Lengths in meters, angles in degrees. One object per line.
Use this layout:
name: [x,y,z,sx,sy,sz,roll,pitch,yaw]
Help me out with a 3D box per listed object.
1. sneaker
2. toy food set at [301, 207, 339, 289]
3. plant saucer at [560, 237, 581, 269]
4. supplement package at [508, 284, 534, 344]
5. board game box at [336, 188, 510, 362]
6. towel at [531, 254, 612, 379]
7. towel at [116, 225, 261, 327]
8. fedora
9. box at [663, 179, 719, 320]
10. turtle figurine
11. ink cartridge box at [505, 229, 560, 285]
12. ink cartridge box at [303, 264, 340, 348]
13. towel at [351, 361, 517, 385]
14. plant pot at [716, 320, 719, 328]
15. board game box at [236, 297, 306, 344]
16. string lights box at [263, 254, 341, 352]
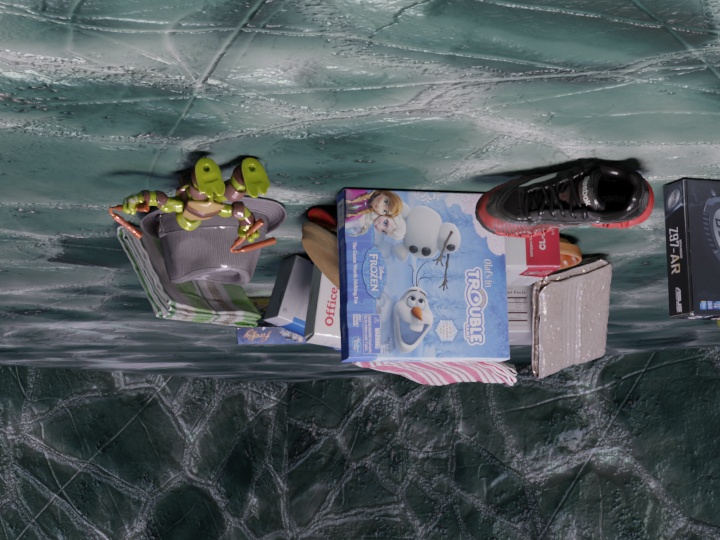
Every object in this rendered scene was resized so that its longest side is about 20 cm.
sneaker: [0.224,-0.080,1.366,0.199,0.071,0.098,-5,171,7]
toy food set: [0.000,0.000,1.584,0.198,0.049,0.200,44,170,-3]
plant saucer: [0.223,-0.025,1.824,0.199,0.032,0.200,0,171,0]
supplement package: [0.262,0.061,2.106,0.155,0.111,0.200,0,171,-5]
board game box: [0.074,0.007,1.469,0.198,0.201,0.043,1,169,-15]
towel: [0.334,0.075,1.965,0.132,0.201,0.034,-17,-144,-16]
towel: [-0.224,0.006,1.661,0.031,0.150,0.200,-41,155,23]
fedora: [-0.184,-0.028,1.553,0.176,0.091,0.200,5,169,-33]
box: [0.458,-0.021,1.479,0.199,0.161,0.044,3,171,-21]
turtle figurine: [-0.159,-0.076,1.350,0.199,0.065,0.161,13,158,-26]
ink cartridge box: [0.142,-0.030,1.613,0.199,0.083,0.146,0,171,-9]
ink cartridge box: [0.030,0.042,1.757,0.199,0.146,0.088,10,167,-8]
towel: [0.101,0.136,1.739,0.146,0.030,0.200,21,160,-41]
plant pot: [0.686,0.061,2.014,0.189,0.201,0.200,6,177,38]
board game box: [-0.127,0.090,2.269,0.199,0.035,0.136,0,-158,-6]
string lights box: [-0.038,0.063,1.919,0.199,0.103,0.059,25,161,-23]
